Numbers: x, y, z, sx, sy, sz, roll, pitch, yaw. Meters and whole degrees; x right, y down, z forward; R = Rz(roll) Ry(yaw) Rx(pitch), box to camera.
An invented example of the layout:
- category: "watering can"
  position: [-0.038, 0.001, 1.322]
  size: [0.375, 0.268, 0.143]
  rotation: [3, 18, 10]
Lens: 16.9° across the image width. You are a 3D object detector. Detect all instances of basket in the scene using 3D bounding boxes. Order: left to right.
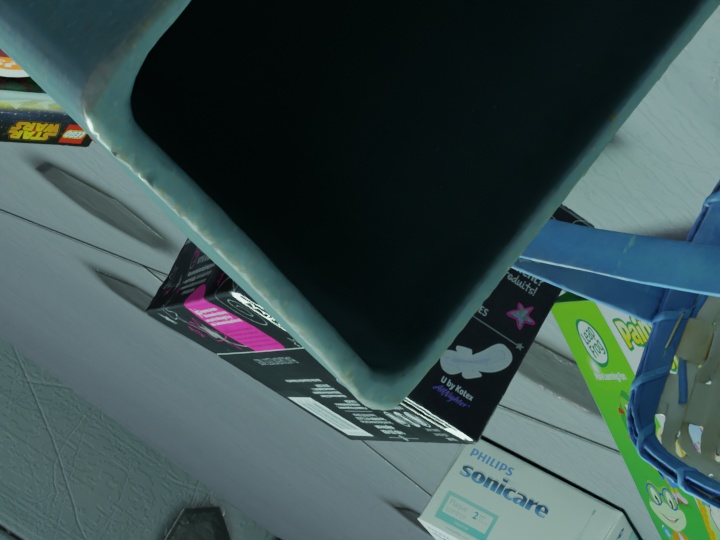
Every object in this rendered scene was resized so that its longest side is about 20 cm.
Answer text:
- category: "basket"
  position: [0.164, 0.025, 0.884]
  size: [0.199, 0.140, 0.176]
  rotation: [27, 174, -32]

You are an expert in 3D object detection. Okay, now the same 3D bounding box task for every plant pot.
- category: "plant pot"
  position: [-0.033, -0.118, 0.695]
  size: [0.200, 0.197, 0.196]
  rotation: [36, 173, 34]

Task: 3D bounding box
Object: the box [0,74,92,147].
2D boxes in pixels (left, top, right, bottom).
- category: "box"
  position: [-0.225, -0.125, 1.138]
  size: [0.199, 0.040, 0.137]
  rotation: [3, -130, -39]

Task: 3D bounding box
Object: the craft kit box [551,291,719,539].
- category: "craft kit box"
  position: [0.181, 0.090, 1.148]
  size: [0.199, 0.048, 0.200]
  rotation: [66, 164, -4]

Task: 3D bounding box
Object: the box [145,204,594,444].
- category: "box"
  position: [0.000, 0.000, 1.108]
  size: [0.132, 0.115, 0.200]
  rotation: [32, 170, -11]

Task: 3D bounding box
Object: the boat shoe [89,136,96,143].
- category: "boat shoe"
  position: [-0.071, -0.075, 1.043]
  size: [0.063, 0.074, 0.201]
  rotation: [46, -171, -3]

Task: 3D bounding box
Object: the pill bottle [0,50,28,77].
- category: "pill bottle"
  position: [-0.143, -0.148, 1.022]
  size: [0.114, 0.115, 0.200]
  rotation: [32, 169, -4]

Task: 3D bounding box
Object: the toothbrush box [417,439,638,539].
- category: "toothbrush box"
  position: [0.148, 0.225, 1.953]
  size: [0.146, 0.086, 0.200]
  rotation: [27, 167, 24]
